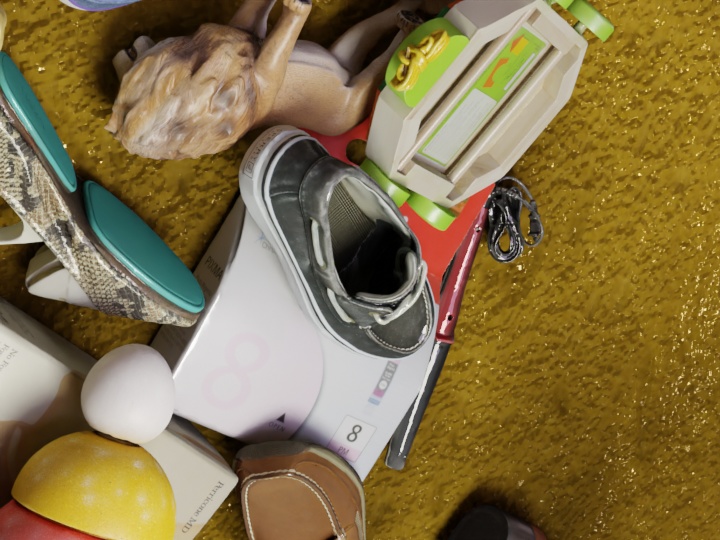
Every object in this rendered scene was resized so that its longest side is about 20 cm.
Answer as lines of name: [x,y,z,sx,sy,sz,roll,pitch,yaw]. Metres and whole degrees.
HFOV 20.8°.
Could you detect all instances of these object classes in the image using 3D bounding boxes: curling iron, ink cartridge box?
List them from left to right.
ink cartridge box: [-0.017,0.013,1.150,0.162,0.057,0.201,26,103,-35]
curling iron: [0.059,0.036,1.225,0.049,0.026,0.201,25,101,2]

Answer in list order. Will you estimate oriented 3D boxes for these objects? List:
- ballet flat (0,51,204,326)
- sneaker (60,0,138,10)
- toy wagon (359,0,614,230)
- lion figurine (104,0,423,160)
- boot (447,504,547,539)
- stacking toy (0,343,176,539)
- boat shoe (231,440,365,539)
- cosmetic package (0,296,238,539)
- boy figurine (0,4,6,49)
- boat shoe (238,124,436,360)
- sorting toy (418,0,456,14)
ballet flat: [-0.165,-0.030,1.031,0.075,0.068,0.200,-30,126,11]
sneaker: [-0.051,-0.179,0.962,0.199,0.146,0.081,-35,129,-14]
toy wagon: [0.060,-0.103,1.083,0.155,0.040,0.200,-50,155,9]
lion figurine: [-0.036,-0.104,1.060,0.199,0.073,0.123,7,126,-40]
boot: [0.091,0.267,1.374,0.189,0.068,0.200,-58,138,-4]
stacking toy: [-0.138,0.136,1.012,0.146,0.146,0.201,20,91,-39]
boat shoe: [-0.028,0.176,1.184,0.075,0.074,0.201,-9,142,10]
cosmetic package: [-0.173,0.096,1.079,0.105,0.071,0.200,-52,131,2]
boy figurine: [-0.261,-0.119,0.910,0.199,0.064,0.125,7,108,-33]
boat shoe: [0.000,0.000,1.075,0.072,0.071,0.200,-51,141,-9]
sorting toy: [0.118,-0.256,1.086,0.198,0.070,0.201,-23,126,-22]
